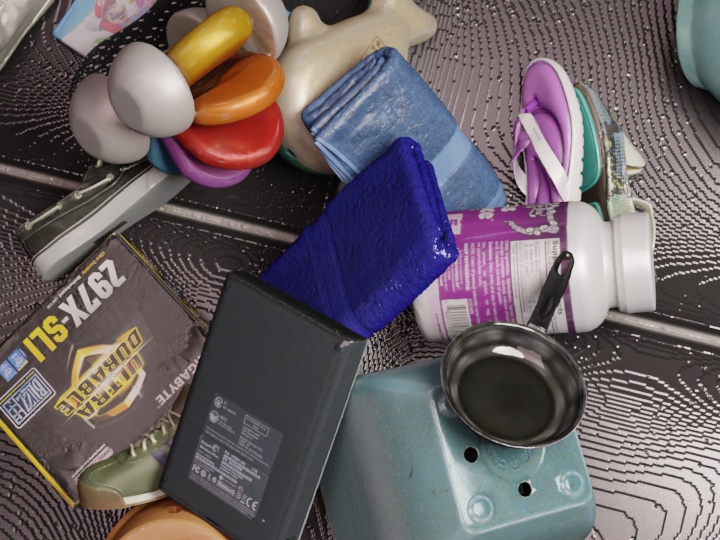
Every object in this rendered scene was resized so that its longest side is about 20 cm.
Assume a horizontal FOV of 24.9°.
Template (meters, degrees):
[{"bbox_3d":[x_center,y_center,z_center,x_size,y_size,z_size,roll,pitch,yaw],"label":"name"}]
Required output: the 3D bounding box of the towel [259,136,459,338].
[{"bbox_3d":[0.000,0.000,1.362,0.200,0.049,0.148,-44,42,28],"label":"towel"}]

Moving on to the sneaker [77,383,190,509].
[{"bbox_3d":[-0.156,0.142,1.437,0.199,0.067,0.090,-12,109,-14],"label":"sneaker"}]

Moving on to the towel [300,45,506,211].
[{"bbox_3d":[0.044,-0.093,1.428,0.112,0.049,0.200,-42,121,-1],"label":"towel"}]

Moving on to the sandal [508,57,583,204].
[{"bbox_3d":[0.159,-0.091,1.451,0.050,0.082,0.204,2,82,-31],"label":"sandal"}]

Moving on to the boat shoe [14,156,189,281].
[{"bbox_3d":[-0.230,-0.072,1.504,0.199,0.071,0.064,-35,81,3],"label":"boat shoe"}]

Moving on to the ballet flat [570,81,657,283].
[{"bbox_3d":[0.226,-0.070,1.460,0.074,0.074,0.202,-8,84,5],"label":"ballet flat"}]

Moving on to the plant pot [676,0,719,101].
[{"bbox_3d":[0.356,-0.213,1.408,0.134,0.200,0.202,10,83,35],"label":"plant pot"}]

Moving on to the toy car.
[{"bbox_3d":[-0.136,-0.143,1.394,0.175,0.200,0.150,-42,102,-31],"label":"toy car"}]

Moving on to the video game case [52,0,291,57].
[{"bbox_3d":[-0.173,-0.228,1.545,0.199,0.018,0.144,34,88,10],"label":"video game case"}]

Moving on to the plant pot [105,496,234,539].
[{"bbox_3d":[-0.147,0.282,1.411,0.198,0.140,0.202,-1,82,6],"label":"plant pot"}]

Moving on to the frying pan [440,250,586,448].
[{"bbox_3d":[0.114,0.059,1.257,0.114,0.031,0.191,7,50,-9],"label":"frying pan"}]

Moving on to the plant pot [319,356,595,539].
[{"bbox_3d":[0.088,0.157,1.338,0.195,0.200,0.198,-11,80,-22],"label":"plant pot"}]

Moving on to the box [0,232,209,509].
[{"bbox_3d":[-0.237,0.091,1.494,0.200,0.049,0.160,-44,78,0],"label":"box"}]

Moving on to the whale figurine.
[{"bbox_3d":[-0.015,-0.177,1.488,0.159,0.104,0.201,43,66,-21],"label":"whale figurine"}]

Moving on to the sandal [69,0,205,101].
[{"bbox_3d":[-0.185,-0.206,1.516,0.075,0.048,0.200,41,76,11],"label":"sandal"}]

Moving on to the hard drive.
[{"bbox_3d":[-0.083,0.119,1.342,0.139,0.033,0.201,28,106,31],"label":"hard drive"}]

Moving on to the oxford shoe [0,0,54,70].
[{"bbox_3d":[-0.334,-0.266,1.550,0.075,0.058,0.201,29,85,12],"label":"oxford shoe"}]

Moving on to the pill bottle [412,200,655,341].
[{"bbox_3d":[0.147,-0.001,1.378,0.198,0.112,0.113,-4,82,11],"label":"pill bottle"}]
